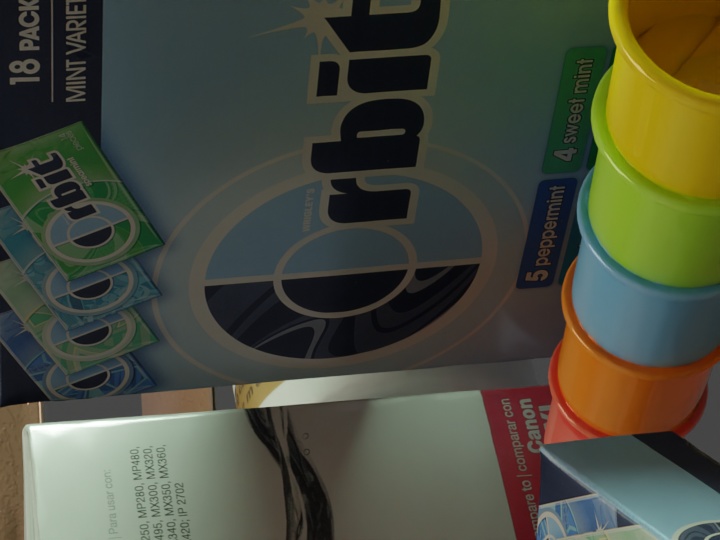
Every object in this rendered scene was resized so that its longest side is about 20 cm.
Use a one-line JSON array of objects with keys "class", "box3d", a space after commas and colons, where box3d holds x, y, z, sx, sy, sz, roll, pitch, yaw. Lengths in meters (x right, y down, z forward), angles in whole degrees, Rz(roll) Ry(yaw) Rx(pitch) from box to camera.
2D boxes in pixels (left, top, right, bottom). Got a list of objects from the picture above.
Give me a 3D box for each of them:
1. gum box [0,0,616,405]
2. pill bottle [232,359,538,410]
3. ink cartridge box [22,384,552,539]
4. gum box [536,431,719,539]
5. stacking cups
[{"class": "gum box", "box3d": [-0.006, -0.038, 0.675, 0.170, 0.199, 0.045, 99, 163, -48]}, {"class": "pill bottle", "box3d": [0.000, 0.000, 0.944, 0.115, 0.114, 0.200, 98, 165, -49]}, {"class": "ink cartridge box", "box3d": [-0.015, 0.116, 0.819, 0.145, 0.199, 0.085, 99, 164, -50]}, {"class": "gum box", "box3d": [0.090, 0.160, 0.567, 0.170, 0.044, 0.201, -144, 54, -63]}, {"class": "stacking cups", "box3d": [0.085, 0.000, 0.651, 0.200, 0.060, 0.061, 93, 169, -52]}]
